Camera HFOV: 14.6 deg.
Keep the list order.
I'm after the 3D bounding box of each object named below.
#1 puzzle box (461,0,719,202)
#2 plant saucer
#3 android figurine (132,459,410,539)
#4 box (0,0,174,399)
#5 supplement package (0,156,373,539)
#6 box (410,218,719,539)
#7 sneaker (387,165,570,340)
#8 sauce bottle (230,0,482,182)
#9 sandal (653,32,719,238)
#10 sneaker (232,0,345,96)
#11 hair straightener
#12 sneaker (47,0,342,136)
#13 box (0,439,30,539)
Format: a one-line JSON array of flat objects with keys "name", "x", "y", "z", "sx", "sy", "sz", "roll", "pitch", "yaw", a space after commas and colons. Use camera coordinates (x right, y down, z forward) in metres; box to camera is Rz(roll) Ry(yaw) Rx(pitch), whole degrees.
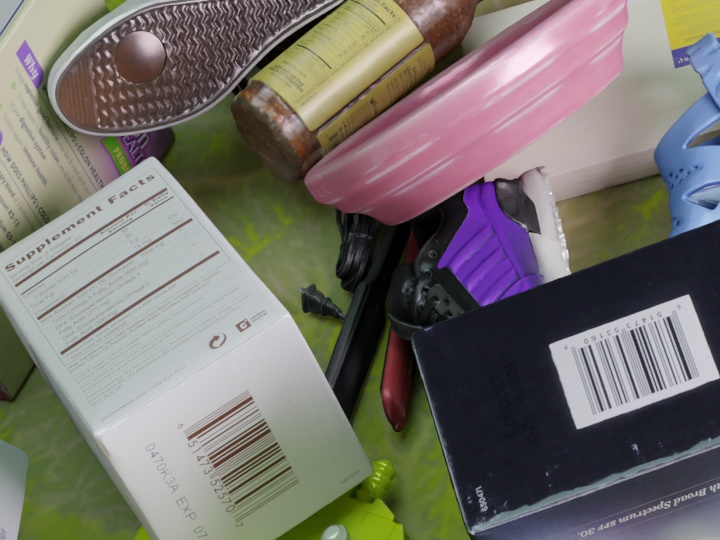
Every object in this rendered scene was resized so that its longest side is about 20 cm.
[{"name": "puzzle box", "x": 0.160, "y": -0.111, "z": 1.583, "sx": 0.199, "sy": 0.025, "sz": 0.134, "roll": -15, "pitch": 50, "yaw": 10}, {"name": "plant saucer", "x": 0.064, "y": -0.085, "z": 1.492, "sx": 0.200, "sy": 0.051, "sz": 0.201, "roll": -33, "pitch": 5, "yaw": 3}, {"name": "android figurine", "x": -0.047, "y": 0.176, "z": 1.436, "sx": 0.181, "sy": 0.041, "sz": 0.201, "roll": 16, "pitch": 63, "yaw": 30}, {"name": "box", "x": -0.217, "y": -0.064, "z": 1.593, "sx": 0.096, "sy": 0.176, "sz": 0.201, "roll": 15, "pitch": 61, "yaw": 29}, {"name": "supplement package", "x": -0.099, "y": 0.050, "z": 1.468, "sx": 0.117, "sy": 0.117, "sz": 0.200, "roll": -33, "pitch": 34, "yaw": -7}, {"name": "box", "x": 0.153, "y": 0.094, "z": 1.316, "sx": 0.199, "sy": 0.199, "sz": 0.124, "roll": -20, "pitch": 52, "yaw": 6}, {"name": "sneaker", "x": 0.065, "y": 0.031, "z": 1.472, "sx": 0.099, "sy": 0.070, "sz": 0.201, "roll": -7, "pitch": 42, "yaw": -2}, {"name": "sauce bottle", "x": 0.017, "y": -0.132, "z": 1.596, "sx": 0.200, "sy": 0.066, "sz": 0.066, "roll": -39, "pitch": 50, "yaw": -19}, {"name": "sandal", "x": 0.192, "y": -0.050, "z": 1.482, "sx": 0.087, "sy": 0.080, "sz": 0.201, "roll": 13, "pitch": 68, "yaw": 30}, {"name": "sneaker", "x": -0.045, "y": -0.168, "z": 1.683, "sx": 0.115, "sy": 0.076, "sz": 0.200, "roll": -27, "pitch": 59, "yaw": -7}, {"name": "hair straightener", "x": 0.000, "y": 0.000, "z": 1.548, "sx": 0.077, "sy": 0.041, "sz": 0.201, "roll": -3, "pitch": 56, "yaw": 19}, {"name": "sneaker", "x": -0.092, "y": -0.138, "z": 1.592, "sx": 0.199, "sy": 0.073, "sz": 0.085, "roll": -30, "pitch": 21, "yaw": -15}, {"name": "box", "x": -0.276, "y": 0.182, "z": 1.424, "sx": 0.200, "sy": 0.105, "sz": 0.185, "roll": -31, "pitch": 41, "yaw": 37}]
